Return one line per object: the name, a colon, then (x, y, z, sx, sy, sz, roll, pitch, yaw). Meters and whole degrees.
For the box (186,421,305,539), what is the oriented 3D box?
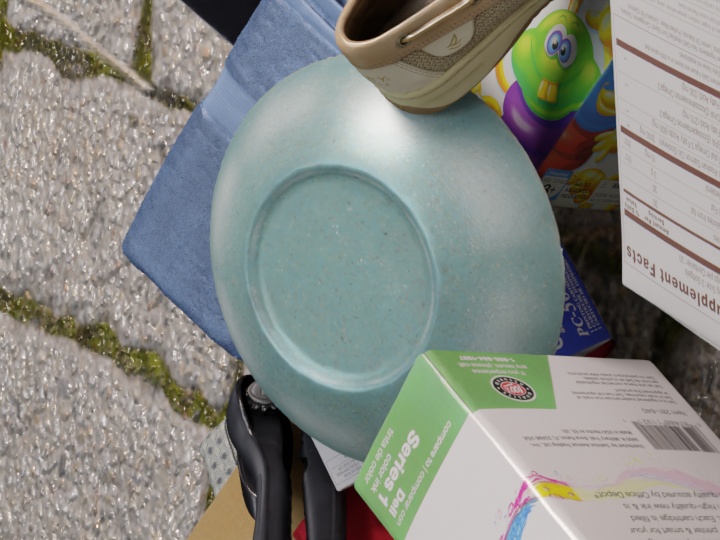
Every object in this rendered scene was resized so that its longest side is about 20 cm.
box: (-0.045, 0.187, 1.605, 0.200, 0.021, 0.164, -55, 47, 19)

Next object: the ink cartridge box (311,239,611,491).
ink cartridge box: (0.033, 0.032, 1.443, 0.200, 0.044, 0.094, -35, 80, 52)

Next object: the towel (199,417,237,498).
towel: (-0.006, 0.135, 1.629, 0.193, 0.035, 0.200, -42, 54, 38)

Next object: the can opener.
can opener: (-0.032, 0.119, 1.525, 0.200, 0.063, 0.079, -103, 1, -54)

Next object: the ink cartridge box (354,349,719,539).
ink cartridge box: (0.114, 0.128, 1.286, 0.200, 0.145, 0.084, 51, 124, 40)

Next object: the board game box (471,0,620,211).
board game box: (0.137, -0.135, 1.407, 0.200, 0.105, 0.103, -58, 48, 32)

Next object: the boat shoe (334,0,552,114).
boat shoe: (0.071, -0.159, 1.311, 0.200, 0.065, 0.071, -50, 51, 1)

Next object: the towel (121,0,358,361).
towel: (-0.031, -0.055, 1.435, 0.112, 0.049, 0.200, 45, 121, 18)

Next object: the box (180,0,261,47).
box: (0.017, -0.225, 1.480, 0.200, 0.123, 0.198, -38, 17, 44)

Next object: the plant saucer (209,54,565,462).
plant saucer: (0.000, 0.000, 1.374, 0.201, 0.039, 0.201, 8, 105, 33)

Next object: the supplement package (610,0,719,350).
supplement package: (0.185, -0.078, 1.270, 0.117, 0.117, 0.200, -142, 42, -60)

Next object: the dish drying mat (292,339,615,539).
dish drying mat: (0.048, 0.089, 1.522, 0.200, 0.018, 0.077, -49, 48, 12)
